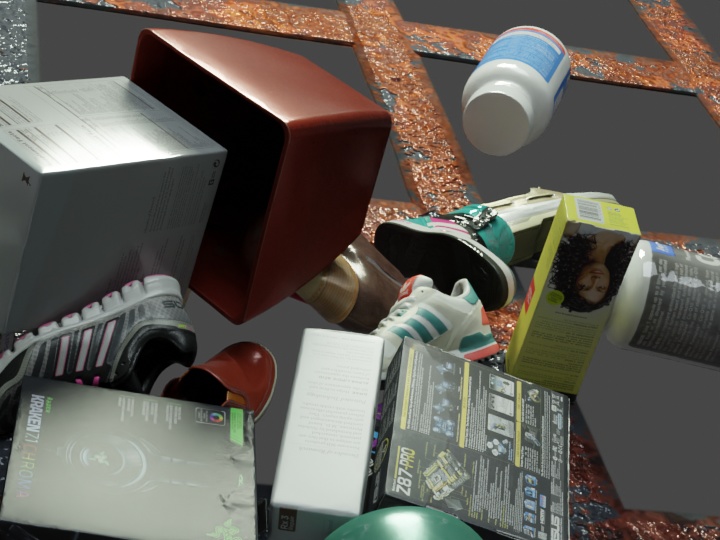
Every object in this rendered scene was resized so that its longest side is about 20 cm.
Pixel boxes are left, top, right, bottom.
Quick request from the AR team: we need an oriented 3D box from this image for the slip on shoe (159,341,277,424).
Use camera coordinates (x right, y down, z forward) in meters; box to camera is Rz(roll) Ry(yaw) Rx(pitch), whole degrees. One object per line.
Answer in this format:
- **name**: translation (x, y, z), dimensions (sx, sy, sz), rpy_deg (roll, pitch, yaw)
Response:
- **slip on shoe**: translation (-0.126, 0.107, 1.451), dimensions (0.074, 0.061, 0.200), rpy_deg (24, 30, 16)

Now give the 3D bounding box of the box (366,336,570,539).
- **box**: translation (0.094, 0.156, 1.413), dimensions (0.161, 0.049, 0.200), rpy_deg (21, 36, -9)

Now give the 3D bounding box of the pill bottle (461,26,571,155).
- **pill bottle**: translation (0.186, -0.216, 2.066), dimensions (0.112, 0.112, 0.200), rpy_deg (21, 30, 8)

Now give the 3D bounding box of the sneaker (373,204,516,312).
- **sneaker**: translation (0.118, -0.013, 1.716), dimensions (0.121, 0.084, 0.200), rpy_deg (-12, 24, -34)

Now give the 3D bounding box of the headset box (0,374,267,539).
- **headset box**: translation (-0.171, 0.180, 1.282), dimensions (0.200, 0.093, 0.174), rpy_deg (11, 32, -10)

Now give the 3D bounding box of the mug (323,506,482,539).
- **mug**: translation (0.020, 0.235, 1.204), dimensions (0.185, 0.152, 0.114), rpy_deg (43, 16, -31)

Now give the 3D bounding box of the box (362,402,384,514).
- **box**: translation (0.048, 0.171, 1.451), dimensions (0.143, 0.036, 0.200), rpy_deg (33, 36, 26)

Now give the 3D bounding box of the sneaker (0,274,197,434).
- **sneaker**: translation (-0.218, 0.084, 1.387), dimensions (0.200, 0.074, 0.087), rpy_deg (-30, 61, -14)

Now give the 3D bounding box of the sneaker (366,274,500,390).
- **sneaker**: translation (0.037, 0.056, 1.555), dimensions (0.200, 0.070, 0.094), rpy_deg (-10, 81, -36)

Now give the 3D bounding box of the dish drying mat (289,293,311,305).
- **dish drying mat**: translation (-0.105, -0.014, 1.697), dimensions (0.200, 0.018, 0.077), rpy_deg (24, 33, 12)

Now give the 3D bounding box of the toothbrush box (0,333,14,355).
- **toothbrush box**: translation (-0.400, 0.065, 1.369), dimensions (0.146, 0.086, 0.200), rpy_deg (29, 32, 21)

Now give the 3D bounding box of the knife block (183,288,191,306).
- **knife block**: translation (-0.178, -0.008, 1.596), dimensions (0.175, 0.064, 0.200), rpy_deg (-18, 43, -35)

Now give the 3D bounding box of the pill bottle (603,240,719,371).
- **pill bottle**: translation (0.314, 0.033, 1.721), dimensions (0.200, 0.114, 0.114), rpy_deg (14, 31, -5)

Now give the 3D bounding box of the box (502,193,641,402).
- **box**: translation (0.195, 0.029, 1.588), dimensions (0.075, 0.200, 0.050), rpy_deg (10, 34, -7)

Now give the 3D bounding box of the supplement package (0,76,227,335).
- **supplement package**: translation (-0.249, -0.061, 1.431), dimensions (0.151, 0.152, 0.200), rpy_deg (36, 30, 32)

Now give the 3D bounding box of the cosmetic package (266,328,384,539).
- **cosmetic package**: translation (-0.027, 0.148, 1.336), dimensions (0.074, 0.102, 0.200), rpy_deg (6, 41, 0)

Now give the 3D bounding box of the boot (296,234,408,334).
- **boot**: translation (0.000, 0.000, 1.667), dimensions (0.166, 0.072, 0.200), rpy_deg (28, 28, -21)

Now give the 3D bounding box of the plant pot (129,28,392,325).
- **plant pot**: translation (-0.088, -0.099, 1.536), dimensions (0.176, 0.200, 0.200), rpy_deg (-16, 42, -44)

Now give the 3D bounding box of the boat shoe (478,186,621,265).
- **boat shoe**: translation (0.200, -0.060, 1.857), dimensions (0.200, 0.075, 0.068), rpy_deg (-11, 46, -36)
